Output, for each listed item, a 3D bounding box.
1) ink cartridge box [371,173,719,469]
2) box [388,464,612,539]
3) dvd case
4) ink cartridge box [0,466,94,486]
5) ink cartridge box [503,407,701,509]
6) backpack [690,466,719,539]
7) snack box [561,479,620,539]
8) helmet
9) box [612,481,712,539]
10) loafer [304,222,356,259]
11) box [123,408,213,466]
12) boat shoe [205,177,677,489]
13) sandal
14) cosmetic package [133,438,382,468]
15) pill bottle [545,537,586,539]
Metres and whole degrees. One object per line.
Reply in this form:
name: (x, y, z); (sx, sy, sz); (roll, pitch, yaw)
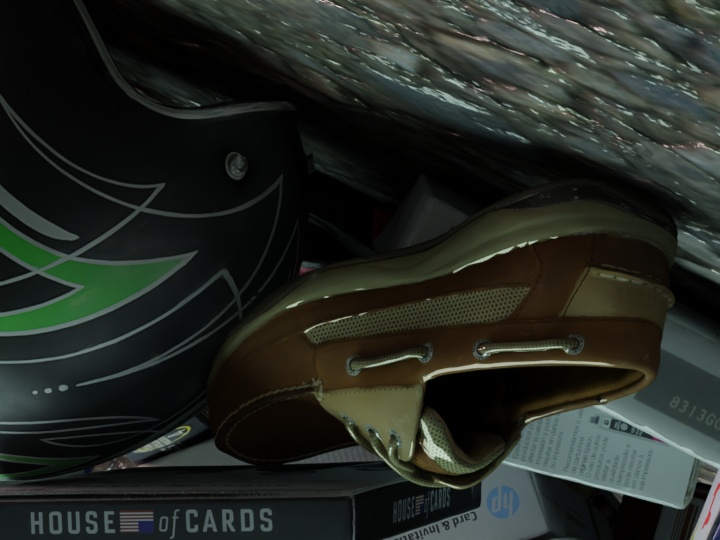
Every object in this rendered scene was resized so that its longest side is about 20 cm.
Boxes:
ink cartridge box: (0.085, 0.010, 1.164); (0.160, 0.047, 0.200); (26, -170, -6)
box: (0.029, 0.140, 1.364); (0.156, 0.041, 0.200); (-20, 162, 9)
dvd case: (-0.048, 0.088, 1.120); (0.150, 0.025, 0.200); (-2, 180, 15)
ink cartridge box: (-0.182, -0.016, 1.214); (0.200, 0.198, 0.047); (31, 151, -33)
ink cartridge box: (0.047, 0.050, 1.278); (0.200, 0.043, 0.196); (15, -176, 3)
backpack: (0.166, 0.095, 0.844); (0.147, 0.183, 0.200); (24, 168, 9)
snack box: (0.032, 0.155, 1.515); (0.169, 0.200, 0.068); (49, -175, 28)
helmet: (-0.123, -0.017, 1.107); (0.191, 0.200, 0.200); (43, 173, -1)
box: (0.223, 0.197, 1.327); (0.200, 0.165, 0.166); (15, 179, -36)
loafer: (-0.025, 0.006, 1.409); (0.071, 0.073, 0.200); (-8, 161, 38)
box: (-0.126, 0.001, 1.388); (0.200, 0.049, 0.161); (53, -166, -76)
boat shoe: (0.023, 0.035, 1.012); (0.076, 0.074, 0.200); (21, 146, -39)
sandal: (0.000, 0.000, 1.289); (0.200, 0.045, 0.075); (26, 180, 6)
cosmetic package: (-0.024, 0.115, 1.448); (0.200, 0.090, 0.107); (-18, 167, 12)
pill bottle: (0.043, 0.199, 1.303); (0.109, 0.109, 0.200); (29, 139, -28)
